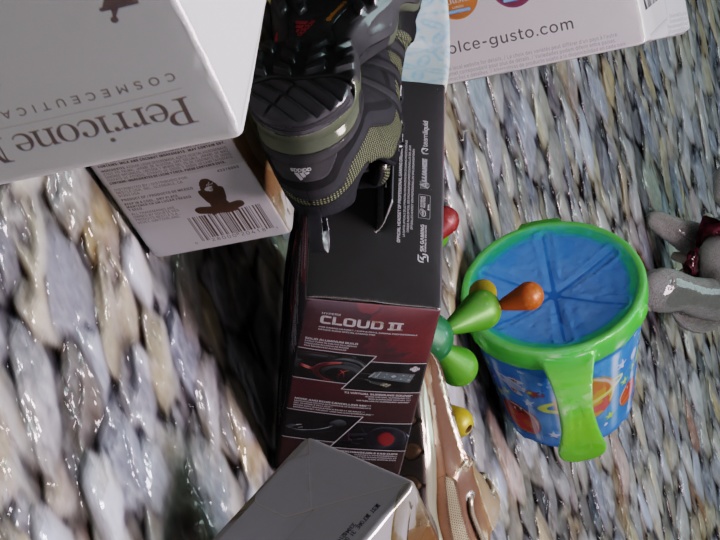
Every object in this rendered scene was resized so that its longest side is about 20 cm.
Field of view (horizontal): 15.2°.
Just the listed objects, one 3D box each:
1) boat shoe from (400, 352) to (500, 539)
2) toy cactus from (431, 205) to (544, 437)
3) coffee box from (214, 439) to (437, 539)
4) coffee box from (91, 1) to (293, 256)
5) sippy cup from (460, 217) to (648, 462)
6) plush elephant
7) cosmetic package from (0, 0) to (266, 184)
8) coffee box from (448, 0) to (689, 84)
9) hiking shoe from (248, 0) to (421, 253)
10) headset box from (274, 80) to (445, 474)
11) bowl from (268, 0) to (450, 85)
[{"bbox_3d":[0.044,0.142,1.628,0.072,0.076,0.201,-13,104,-38],"label":"boat shoe"},{"bbox_3d":[0.040,0.036,1.702,0.165,0.102,0.201,43,48,-49],"label":"toy cactus"},{"bbox_3d":[-0.003,0.201,1.364,0.114,0.080,0.200,-45,133,-26],"label":"coffee box"},{"bbox_3d":[-0.100,-0.111,1.320,0.200,0.079,0.115,59,26,-51],"label":"coffee box"},{"bbox_3d":[0.147,0.056,1.974,0.178,0.139,0.131,-54,148,-34],"label":"sippy cup"},{"bbox_3d":[0.351,-0.018,2.651,0.200,0.155,0.165,27,93,-30],"label":"plush elephant"},{"bbox_3d":[-0.143,-0.161,1.062,0.165,0.164,0.200,-82,154,-45],"label":"cosmetic package"},{"bbox_3d":[0.097,-0.236,1.827,0.200,0.199,0.199,-25,104,-72],"label":"coffee box"},{"bbox_3d":[-0.012,-0.094,1.368,0.200,0.075,0.101,-64,154,-53],"label":"hiking shoe"},{"bbox_3d":[0.000,0.000,1.465,0.200,0.075,0.149,101,-8,-55],"label":"headset box"},{"bbox_3d":[-0.028,-0.176,1.543,0.200,0.107,0.201,-9,90,-73],"label":"bowl"}]
